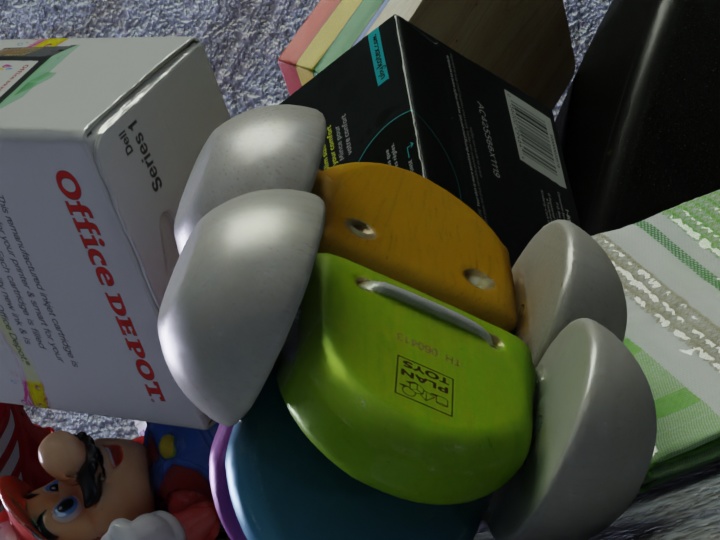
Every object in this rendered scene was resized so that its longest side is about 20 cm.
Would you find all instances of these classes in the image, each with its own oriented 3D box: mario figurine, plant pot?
[{"bbox_3d":[-0.085,0.074,0.968,0.199,0.106,0.123,-34,-6,-5],"label":"mario figurine"},{"bbox_3d":[0.216,-0.076,1.326,0.198,0.179,0.199,10,-6,-9],"label":"plant pot"}]

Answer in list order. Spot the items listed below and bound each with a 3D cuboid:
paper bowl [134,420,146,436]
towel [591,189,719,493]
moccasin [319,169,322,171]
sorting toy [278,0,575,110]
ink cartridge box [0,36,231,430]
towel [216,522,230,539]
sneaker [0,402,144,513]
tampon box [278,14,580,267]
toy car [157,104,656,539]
[{"bbox_3d":[-0.043,0.073,1.390,0.200,0.105,0.201,-29,-2,-1],"label":"paper bowl"},{"bbox_3d":[0.160,0.020,0.922,0.199,0.031,0.149,-19,36,-21],"label":"towel"},{"bbox_3d":[-0.082,-0.001,1.073,0.073,0.078,0.201,12,-33,-33],"label":"moccasin"},{"bbox_3d":[0.038,-0.115,1.281,0.069,0.199,0.201,20,63,26],"label":"sorting toy"},{"bbox_3d":[-0.139,-0.020,0.960,0.199,0.146,0.084,4,36,38],"label":"ink cartridge box"},{"bbox_3d":[-0.131,0.153,1.208,0.142,0.023,0.200,-18,0,-5],"label":"towel"},{"bbox_3d":[-0.145,0.092,1.076,0.078,0.117,0.200,-10,14,21],"label":"sneaker"},{"bbox_3d":[0.000,0.000,1.132,0.199,0.151,0.126,-35,-43,31],"label":"tampon box"},{"bbox_3d":[0.002,0.045,0.806,0.174,0.151,0.200,24,22,-11],"label":"toy car"}]
